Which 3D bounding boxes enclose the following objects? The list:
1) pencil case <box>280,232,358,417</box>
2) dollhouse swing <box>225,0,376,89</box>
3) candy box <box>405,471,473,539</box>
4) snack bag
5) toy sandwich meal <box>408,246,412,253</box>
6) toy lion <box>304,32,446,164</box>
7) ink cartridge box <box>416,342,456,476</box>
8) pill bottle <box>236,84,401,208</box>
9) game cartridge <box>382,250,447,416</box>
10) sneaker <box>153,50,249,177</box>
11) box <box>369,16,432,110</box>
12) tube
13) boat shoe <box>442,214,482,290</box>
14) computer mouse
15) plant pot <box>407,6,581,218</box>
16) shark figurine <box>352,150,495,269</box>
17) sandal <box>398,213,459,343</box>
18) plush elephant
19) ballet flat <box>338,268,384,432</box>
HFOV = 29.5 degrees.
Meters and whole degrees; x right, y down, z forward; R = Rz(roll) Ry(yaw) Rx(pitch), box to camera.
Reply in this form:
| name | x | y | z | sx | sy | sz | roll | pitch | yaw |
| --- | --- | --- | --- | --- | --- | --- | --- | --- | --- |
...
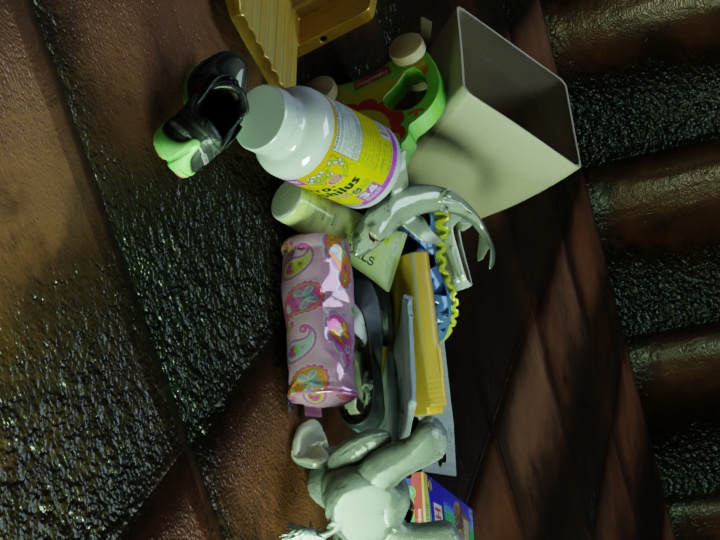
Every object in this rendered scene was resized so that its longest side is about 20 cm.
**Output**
| name | x | y | z | sx | sy | sz | roll | pitch | yaw |
| --- | --- | --- | --- | --- | --- | --- | --- | --- | --- |
| pencil case | -0.047 | 0.059 | 1.536 | 0.087 | 0.087 | 0.201 | 37 | 46 | -63 |
| dollhouse swing | -0.062 | -0.335 | 1.604 | 0.200 | 0.181 | 0.176 | 60 | 6 | -43 |
| candy box | 0.084 | 0.363 | 1.737 | 0.200 | 0.077 | 0.170 | 44 | 40 | -57 |
| snack bag | 0.041 | 0.161 | 1.650 | 0.189 | 0.021 | 0.201 | -90 | -172 | -48 |
| toy sandwich meal | 0.058 | -0.061 | 1.913 | 0.205 | 0.070 | 0.206 | -12 | 90 | -71 |
| toy lion | 0.017 | -0.181 | 1.692 | 0.069 | 0.199 | 0.192 | 56 | 12 | -46 |
| ink cartridge box | 0.083 | 0.183 | 1.890 | 0.160 | 0.047 | 0.201 | 26 | 57 | -67 |
| pill bottle | -0.048 | -0.141 | 1.513 | 0.200 | 0.104 | 0.105 | 20 | 60 | -51 |
| game cartridge | 0.059 | 0.085 | 1.738 | 0.176 | 0.032 | 0.201 | 159 | -77 | -71 |
| sneaker | -0.141 | -0.163 | 1.376 | 0.077 | 0.084 | 0.200 | 51 | 29 | -25 |
| box | 0.039 | -0.229 | 1.842 | 0.021 | 0.163 | 0.201 | 28 | 43 | -20 |
| tube | -0.019 | -0.046 | 1.619 | 0.200 | 0.058 | 0.052 | 30 | 25 | -41 |
| boat shoe | 0.128 | -0.072 | 1.893 | 0.075 | 0.086 | 0.203 | 13 | 70 | -69 |
| computer mouse | 0.000 | 0.000 | 1.729 | 0.138 | 0.052 | 0.201 | 146 | -65 | -82 |
| plant pot | 0.150 | -0.188 | 1.811 | 0.199 | 0.177 | 0.200 | 31 | 35 | -24 |
| shark figurine | 0.075 | -0.072 | 1.648 | 0.213 | 0.089 | 0.129 | 5 | 87 | -32 |
| sandal | 0.076 | 0.002 | 1.830 | 0.087 | 0.079 | 0.201 | -6 | 87 | -39 |
| plush elephant | 0.003 | 0.235 | 1.486 | 0.155 | 0.199 | 0.166 | -116 | -171 | -70 |
| ballet flat | -0.008 | 0.097 | 1.643 | 0.073 | 0.073 | 0.201 | 4 | 79 | -70 |
